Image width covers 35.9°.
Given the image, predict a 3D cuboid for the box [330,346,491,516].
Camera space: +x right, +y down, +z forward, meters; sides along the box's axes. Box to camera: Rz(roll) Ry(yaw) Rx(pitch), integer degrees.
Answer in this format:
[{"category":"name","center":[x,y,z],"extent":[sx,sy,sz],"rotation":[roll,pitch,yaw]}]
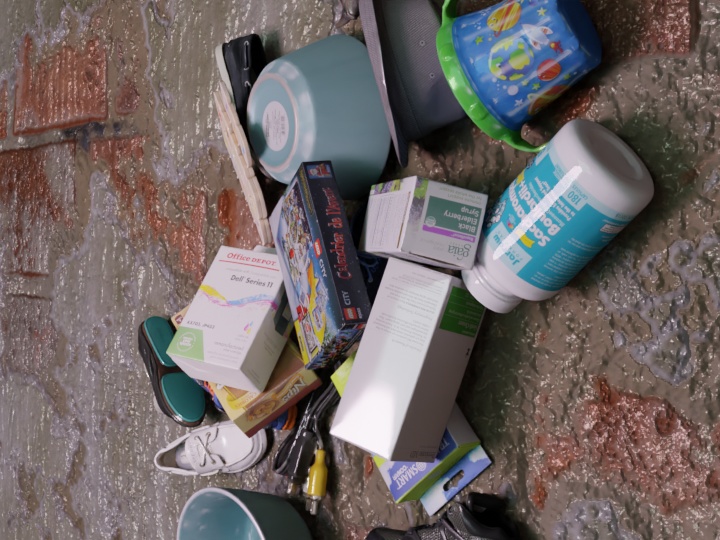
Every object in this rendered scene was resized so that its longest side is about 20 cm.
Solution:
[{"category":"box","center":[0.054,0.169,1.280],"extent":[0.122,0.048,0.200],"rotation":[-49,58,33]}]

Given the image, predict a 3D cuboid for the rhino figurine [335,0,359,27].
[{"category":"rhino figurine","center":[0.015,-0.375,1.305],"extent":[0.200,0.060,0.088],"rotation":[-64,32,24]}]

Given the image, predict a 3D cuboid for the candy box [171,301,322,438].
[{"category":"candy box","center":[-0.147,0.101,1.413],"extent":[0.115,0.055,0.200],"rotation":[-37,50,-3]}]

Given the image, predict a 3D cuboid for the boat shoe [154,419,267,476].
[{"category":"boat shoe","center":[-0.207,0.247,1.513],"extent":[0.200,0.069,0.071],"rotation":[-26,72,41]}]

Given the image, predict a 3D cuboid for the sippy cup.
[{"category":"sippy cup","center":[0.166,-0.220,1.122],"extent":[0.130,0.178,0.140],"rotation":[-29,34,29]}]

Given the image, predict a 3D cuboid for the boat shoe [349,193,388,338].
[{"category":"boat shoe","center":[0.000,0.000,1.315],"extent":[0.084,0.069,0.201],"rotation":[26,108,41]}]

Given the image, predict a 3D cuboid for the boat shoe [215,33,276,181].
[{"category":"boat shoe","center":[-0.124,-0.216,1.435],"extent":[0.066,0.074,0.200],"rotation":[-25,71,21]}]

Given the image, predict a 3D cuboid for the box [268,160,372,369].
[{"category":"box","center":[-0.048,-0.005,1.267],"extent":[0.137,0.038,0.201],"rotation":[130,130,-56]}]

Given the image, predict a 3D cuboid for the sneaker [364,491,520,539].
[{"category":"sneaker","center":[0.093,0.289,1.225],"extent":[0.199,0.076,0.115],"rotation":[5,92,41]}]

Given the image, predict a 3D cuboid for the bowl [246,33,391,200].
[{"category":"bowl","center":[-0.062,-0.179,1.322],"extent":[0.201,0.105,0.201],"rotation":[15,109,52]}]

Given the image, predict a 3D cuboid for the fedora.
[{"category":"fedora","center":[0.066,-0.221,1.218],"extent":[0.090,0.177,0.201],"rotation":[-14,96,10]}]

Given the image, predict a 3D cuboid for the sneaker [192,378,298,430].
[{"category":"sneaker","center":[-0.169,0.151,1.471],"extent":[0.200,0.078,0.076],"rotation":[22,104,41]}]

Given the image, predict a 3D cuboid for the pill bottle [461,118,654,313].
[{"category":"pill bottle","center":[0.187,-0.046,1.107],"extent":[0.200,0.111,0.111],"rotation":[-50,58,32]}]

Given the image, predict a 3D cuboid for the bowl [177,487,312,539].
[{"category":"bowl","center":[-0.131,0.361,1.399],"extent":[0.200,0.105,0.201],"rotation":[9,102,46]}]

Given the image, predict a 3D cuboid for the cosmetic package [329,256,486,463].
[{"category":"cosmetic package","center":[0.054,0.097,1.187],"extent":[0.085,0.108,0.201],"rotation":[18,91,32]}]

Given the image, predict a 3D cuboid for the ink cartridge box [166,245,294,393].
[{"category":"ink cartridge box","center":[-0.139,0.040,1.371],"extent":[0.117,0.067,0.200],"rotation":[9,61,30]}]

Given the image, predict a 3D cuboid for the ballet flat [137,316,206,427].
[{"category":"ballet flat","center":[-0.270,0.156,1.584],"extent":[0.068,0.068,0.200],"rotation":[-61,42,37]}]

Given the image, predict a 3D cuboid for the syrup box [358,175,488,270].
[{"category":"syrup box","center":[0.062,-0.048,1.176],"extent":[0.200,0.079,0.082],"rotation":[-178,101,-78]}]

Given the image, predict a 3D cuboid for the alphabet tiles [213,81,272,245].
[{"category":"alphabet tiles","center":[-0.149,-0.132,1.403],"extent":[0.196,0.015,0.200],"rotation":[84,166,-53]}]

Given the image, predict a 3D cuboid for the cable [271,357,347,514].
[{"category":"cable","center":[-0.057,0.201,1.405],"extent":[0.097,0.050,0.201],"rotation":[20,92,57]}]
